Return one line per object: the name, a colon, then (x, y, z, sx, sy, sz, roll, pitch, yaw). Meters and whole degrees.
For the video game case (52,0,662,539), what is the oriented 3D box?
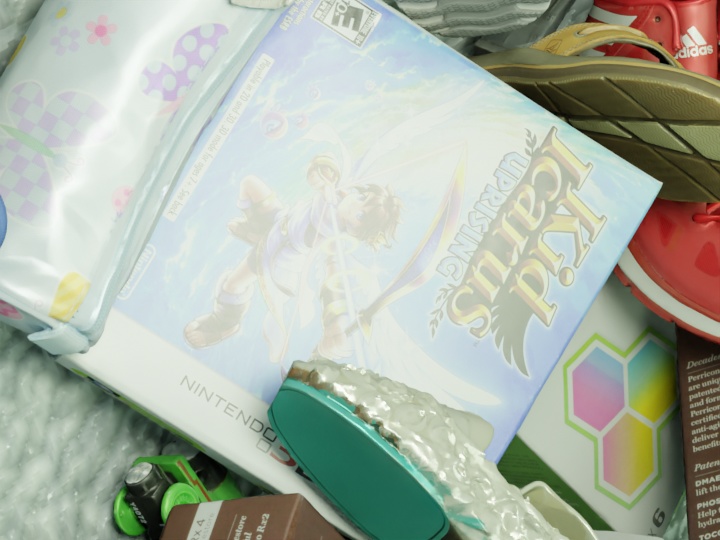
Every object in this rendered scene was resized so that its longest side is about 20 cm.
video game case: (0.000, 0.000, 1.212, 0.181, 0.045, 0.200, 32, 82, -7)

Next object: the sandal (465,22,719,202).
sandal: (0.107, -0.078, 1.273, 0.054, 0.200, 0.080, -54, 125, -20)

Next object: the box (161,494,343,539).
box: (-0.011, 0.188, 1.190, 0.200, 0.075, 0.100, 47, 47, -37)

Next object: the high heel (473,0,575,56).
high heel: (0.101, -0.185, 1.292, 0.071, 0.200, 0.143, 27, 64, 8)

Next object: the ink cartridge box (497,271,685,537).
ink cartridge box: (0.115, 0.071, 1.382, 0.200, 0.059, 0.104, 45, 62, -33)

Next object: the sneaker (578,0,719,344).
sneaker: (0.149, -0.058, 1.301, 0.078, 0.200, 0.116, -15, 134, -30)

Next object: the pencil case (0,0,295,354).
pencil case: (-0.098, -0.065, 1.156, 0.200, 0.091, 0.083, -59, 166, -9)

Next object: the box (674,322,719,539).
box: (0.195, 0.105, 1.308, 0.100, 0.075, 0.200, 52, 30, -40)

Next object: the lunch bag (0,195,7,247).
lunch bag: (-0.233, -0.028, 1.028, 0.160, 0.076, 0.200, -42, 117, 8)

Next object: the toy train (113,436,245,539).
toy train: (-0.042, 0.152, 1.265, 0.056, 0.042, 0.200, -52, 123, -38)

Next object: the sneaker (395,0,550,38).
sneaker: (0.039, -0.177, 1.180, 0.200, 0.075, 0.082, 73, 14, -50)

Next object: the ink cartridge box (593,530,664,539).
ink cartridge box: (0.110, 0.220, 1.328, 0.083, 0.146, 0.200, -45, 119, -32)

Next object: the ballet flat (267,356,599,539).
ballet flat: (0.046, 0.099, 1.169, 0.200, 0.072, 0.072, 46, 61, -8)

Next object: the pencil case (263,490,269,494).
pencil case: (0.012, 0.012, 1.276, 0.087, 0.078, 0.200, 12, 85, -18)
